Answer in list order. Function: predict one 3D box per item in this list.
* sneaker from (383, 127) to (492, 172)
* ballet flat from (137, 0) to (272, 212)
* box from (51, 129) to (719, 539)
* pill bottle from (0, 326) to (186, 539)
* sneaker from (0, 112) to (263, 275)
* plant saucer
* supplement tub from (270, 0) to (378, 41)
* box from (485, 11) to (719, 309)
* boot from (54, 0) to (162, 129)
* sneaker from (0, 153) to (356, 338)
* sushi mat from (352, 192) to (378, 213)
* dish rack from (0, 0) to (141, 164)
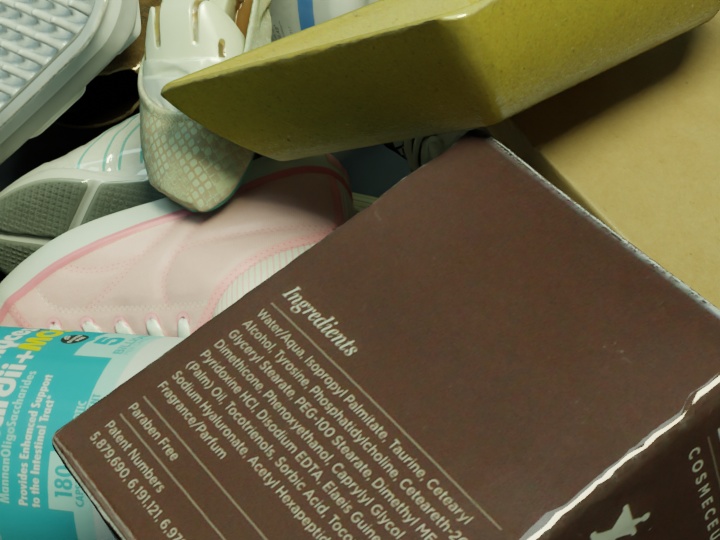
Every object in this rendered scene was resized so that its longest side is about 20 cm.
[{"bbox_3d":[0.047,-0.035,0.782,0.115,0.076,0.201,5,40,36],"label":"sneaker"},{"bbox_3d":[-0.073,-0.125,0.779,0.067,0.062,0.201,-4,63,23],"label":"ballet flat"},{"bbox_3d":[0.030,0.094,0.611,0.200,0.166,0.164,-36,46,-12],"label":"box"},{"bbox_3d":[-0.151,0.080,0.733,0.199,0.111,0.111,2,50,23],"label":"pill bottle"},{"bbox_3d":[-0.102,-0.049,0.861,0.199,0.071,0.080,-21,28,14],"label":"sneaker"},{"bbox_3d":[0.048,-0.096,0.701,0.199,0.049,0.199,-27,15,-36],"label":"plant saucer"},{"bbox_3d":[-0.043,-0.179,0.914,0.199,0.132,0.132,22,60,35],"label":"supplement tub"},{"bbox_3d":[0.171,-0.032,0.707,0.163,0.021,0.200,-24,57,-27],"label":"box"},{"bbox_3d":[-0.167,-0.116,0.920,0.199,0.074,0.076,0,45,45],"label":"boot"},{"bbox_3d":[-0.086,0.027,0.775,0.199,0.075,0.105,-25,52,7],"label":"sneaker"},{"bbox_3d":[0.000,0.000,0.816,0.199,0.012,0.096,13,56,30],"label":"sushi mat"},{"bbox_3d":[-0.169,-0.154,0.872,0.171,0.043,0.201,-34,51,35],"label":"dish rack"}]
